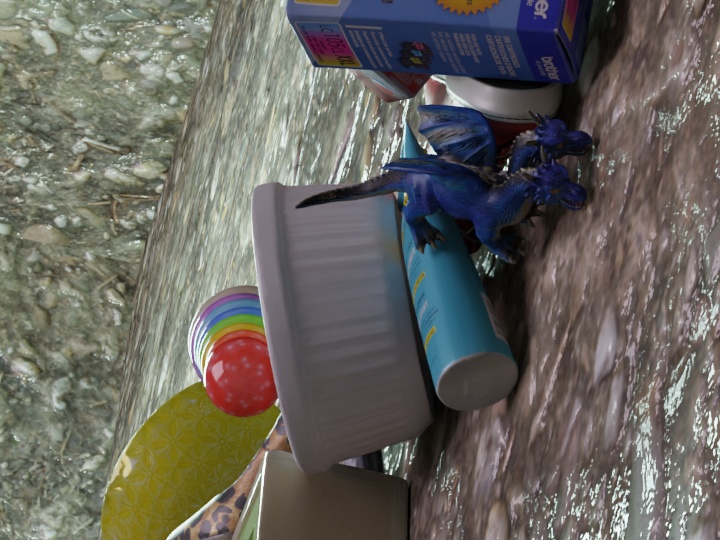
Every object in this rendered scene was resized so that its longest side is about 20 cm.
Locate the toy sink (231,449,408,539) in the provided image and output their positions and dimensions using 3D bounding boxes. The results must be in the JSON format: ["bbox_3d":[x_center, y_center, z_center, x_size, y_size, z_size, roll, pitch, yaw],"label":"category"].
[{"bbox_3d":[-0.041,0.244,1.586,0.200,0.112,0.130,-87,13,-45],"label":"toy sink"}]

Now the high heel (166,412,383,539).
[{"bbox_3d":[-0.068,0.134,1.727,0.200,0.071,0.143,-21,64,27],"label":"high heel"}]

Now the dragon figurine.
[{"bbox_3d":[0.052,-0.060,1.389,0.059,0.200,0.099,-60,-30,-31],"label":"dragon figurine"}]

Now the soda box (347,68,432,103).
[{"bbox_3d":[0.064,-0.201,1.484,0.200,0.063,0.070,-50,11,-7],"label":"soda box"}]

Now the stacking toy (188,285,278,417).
[{"bbox_3d":[-0.080,0.065,1.636,0.200,0.085,0.085,-112,37,-81],"label":"stacking toy"}]

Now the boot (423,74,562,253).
[{"bbox_3d":[0.077,-0.064,1.487,0.200,0.072,0.144,-133,49,-78],"label":"boot"}]

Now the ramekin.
[{"bbox_3d":[-0.009,0.032,1.567,0.202,0.094,0.202,-10,-90,-85],"label":"ramekin"}]

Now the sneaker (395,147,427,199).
[{"bbox_3d":[0.000,0.000,1.741,0.075,0.090,0.200,-124,48,-77],"label":"sneaker"}]

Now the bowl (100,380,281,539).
[{"bbox_3d":[-0.113,0.201,2.004,0.108,0.200,0.200,30,113,34],"label":"bowl"}]

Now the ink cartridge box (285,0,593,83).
[{"bbox_3d":[0.069,-0.190,1.390,0.076,0.200,0.136,57,-139,-67],"label":"ink cartridge box"}]

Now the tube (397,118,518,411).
[{"bbox_3d":[0.050,-0.001,1.450,0.200,0.050,0.077,-107,19,-45],"label":"tube"}]
